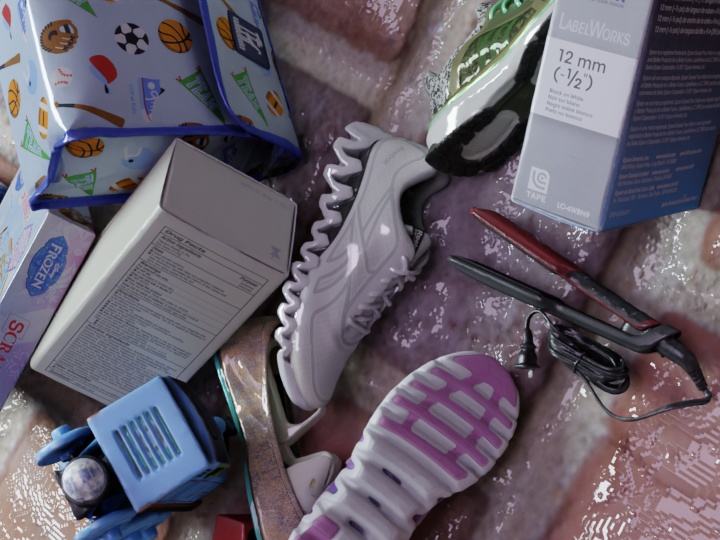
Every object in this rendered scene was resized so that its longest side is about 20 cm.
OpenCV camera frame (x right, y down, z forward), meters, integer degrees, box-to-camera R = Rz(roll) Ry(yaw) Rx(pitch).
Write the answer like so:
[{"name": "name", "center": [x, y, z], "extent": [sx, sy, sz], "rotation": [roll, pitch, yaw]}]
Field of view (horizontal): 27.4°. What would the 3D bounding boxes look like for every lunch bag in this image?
[{"name": "lunch bag", "center": [-0.146, -0.145, 1.052], "extent": [0.124, 0.198, 0.172], "rotation": [-43, 58, 52]}]

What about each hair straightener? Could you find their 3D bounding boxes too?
[{"name": "hair straightener", "center": [0.133, 0.038, 0.935], "extent": [0.199, 0.041, 0.078], "rotation": [34, 101, 28]}]

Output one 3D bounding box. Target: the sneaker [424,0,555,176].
[{"name": "sneaker", "center": [0.101, -0.154, 0.951], "extent": [0.200, 0.076, 0.089], "rotation": [-43, 53, 30]}]

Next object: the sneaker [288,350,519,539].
[{"name": "sneaker", "center": [0.022, 0.135, 0.963], "extent": [0.080, 0.088, 0.201], "rotation": [41, 85, 1]}]

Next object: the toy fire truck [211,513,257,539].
[{"name": "toy fire truck", "center": [-0.133, 0.269, 1.058], "extent": [0.140, 0.049, 0.203], "rotation": [6, 86, 32]}]

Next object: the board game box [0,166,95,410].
[{"name": "board game box", "center": [-0.273, 0.017, 1.135], "extent": [0.201, 0.041, 0.200], "rotation": [-59, 23, 12]}]

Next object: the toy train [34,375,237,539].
[{"name": "toy train", "center": [-0.143, 0.132, 1.008], "extent": [0.113, 0.200, 0.087], "rotation": [-29, 79, 0]}]

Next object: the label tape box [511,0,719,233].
[{"name": "label tape box", "center": [0.165, -0.132, 0.846], "extent": [0.066, 0.143, 0.203], "rotation": [19, 108, 32]}]

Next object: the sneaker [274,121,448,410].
[{"name": "sneaker", "center": [0.000, 0.000, 0.998], "extent": [0.080, 0.075, 0.202], "rotation": [15, 81, 19]}]

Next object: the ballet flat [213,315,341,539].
[{"name": "ballet flat", "center": [-0.052, 0.121, 1.022], "extent": [0.067, 0.068, 0.202], "rotation": [-19, 72, 9]}]

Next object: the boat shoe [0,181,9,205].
[{"name": "boat shoe", "center": [-0.365, 0.002, 1.248], "extent": [0.072, 0.072, 0.201], "rotation": [36, 92, 37]}]

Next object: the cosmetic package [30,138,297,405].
[{"name": "cosmetic package", "center": [-0.140, 0.012, 1.032], "extent": [0.200, 0.103, 0.074], "rotation": [-44, 28, 37]}]
